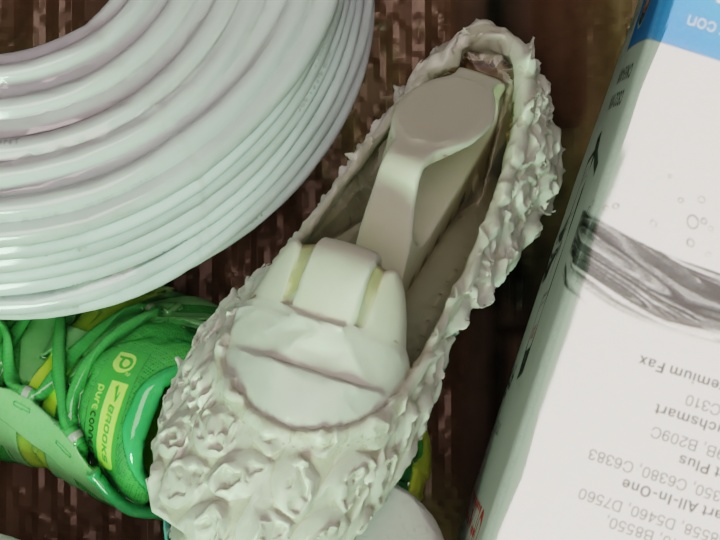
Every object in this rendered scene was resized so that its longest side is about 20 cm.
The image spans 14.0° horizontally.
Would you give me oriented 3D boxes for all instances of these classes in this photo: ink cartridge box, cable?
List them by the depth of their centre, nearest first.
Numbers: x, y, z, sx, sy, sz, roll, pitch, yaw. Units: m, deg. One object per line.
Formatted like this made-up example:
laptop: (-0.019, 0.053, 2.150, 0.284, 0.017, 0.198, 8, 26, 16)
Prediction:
ink cartridge box: (0.093, 0.007, 0.803, 0.084, 0.146, 0.200, 19, 89, 1)
cable: (-0.097, -0.087, 0.826, 0.200, 0.069, 0.200, -23, 67, -8)

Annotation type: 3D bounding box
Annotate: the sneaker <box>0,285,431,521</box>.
sneaker: (-0.075, 0.029, 0.838, 0.200, 0.084, 0.074, 13, 87, -1)

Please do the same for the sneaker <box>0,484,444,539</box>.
sneaker: (-0.072, 0.115, 0.807, 0.200, 0.089, 0.075, -7, 55, 0)

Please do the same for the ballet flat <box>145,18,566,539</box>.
ballet flat: (0.000, 0.000, 0.798, 0.072, 0.072, 0.200, 29, 49, 3)
